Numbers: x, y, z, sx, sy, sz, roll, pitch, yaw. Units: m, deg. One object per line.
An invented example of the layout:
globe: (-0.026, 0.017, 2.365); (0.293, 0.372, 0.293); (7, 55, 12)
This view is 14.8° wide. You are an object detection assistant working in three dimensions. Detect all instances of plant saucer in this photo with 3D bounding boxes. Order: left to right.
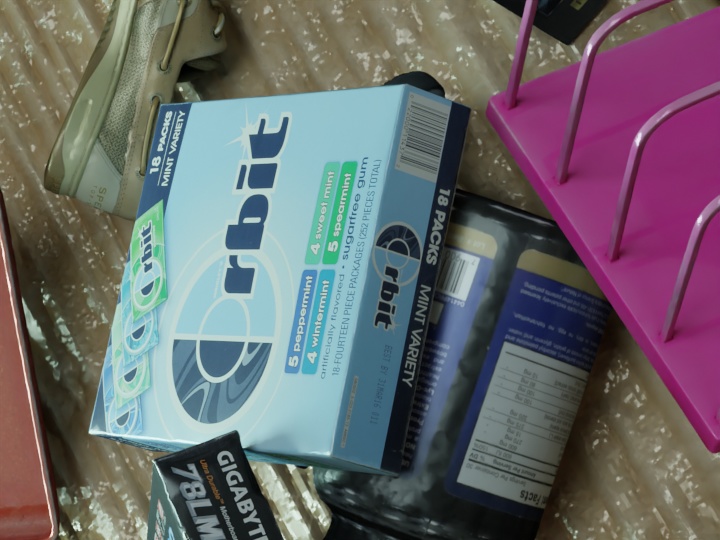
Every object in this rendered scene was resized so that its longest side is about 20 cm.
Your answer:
plant saucer: (-0.250, 0.052, 1.486); (0.198, 0.037, 0.202); (-7, 94, 29)

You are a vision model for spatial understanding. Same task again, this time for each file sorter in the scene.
file sorter: (0.169, -0.055, 1.207); (0.138, 0.126, 0.201); (-22, 62, -19)

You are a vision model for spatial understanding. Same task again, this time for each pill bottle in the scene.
pill bottle: (0.042, 0.069, 1.296); (0.111, 0.112, 0.201); (18, 88, 32)

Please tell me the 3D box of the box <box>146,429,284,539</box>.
box: (-0.046, 0.205, 1.278); (0.049, 0.200, 0.199); (-16, 64, -15)

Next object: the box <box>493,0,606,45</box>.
box: (0.114, -0.211, 1.290); (0.200, 0.157, 0.051); (-49, 60, 13)

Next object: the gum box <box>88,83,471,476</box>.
gum box: (-0.041, 0.003, 1.301); (0.199, 0.044, 0.171); (1, 77, 53)

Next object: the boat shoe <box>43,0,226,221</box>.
boat shoe: (-0.102, -0.123, 1.458); (0.064, 0.071, 0.201); (22, 81, -3)

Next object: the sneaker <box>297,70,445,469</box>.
sneaker: (0.000, 0.000, 1.370); (0.087, 0.074, 0.201); (42, 112, 20)
